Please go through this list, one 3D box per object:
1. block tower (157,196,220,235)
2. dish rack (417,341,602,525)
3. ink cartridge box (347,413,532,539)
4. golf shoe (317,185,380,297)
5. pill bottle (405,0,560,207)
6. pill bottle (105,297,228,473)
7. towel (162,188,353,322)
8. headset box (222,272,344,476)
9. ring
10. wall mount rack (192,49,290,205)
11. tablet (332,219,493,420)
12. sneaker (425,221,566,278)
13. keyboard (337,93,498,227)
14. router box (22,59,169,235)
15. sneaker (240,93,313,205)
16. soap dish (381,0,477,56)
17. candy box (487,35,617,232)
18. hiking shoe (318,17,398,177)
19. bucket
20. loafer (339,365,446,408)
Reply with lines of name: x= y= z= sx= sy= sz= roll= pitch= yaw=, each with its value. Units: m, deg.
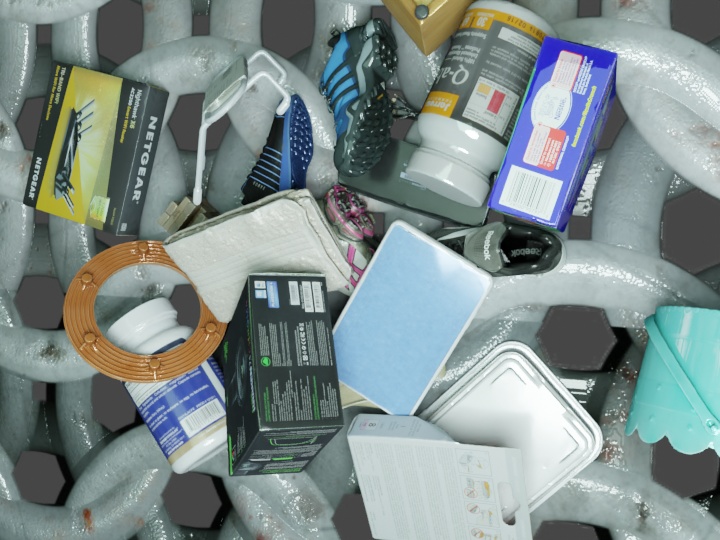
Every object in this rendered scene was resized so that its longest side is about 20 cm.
block tower: x=-0.168 y=-0.014 z=1.017 sx=0.200 sy=0.058 sz=0.054 roll=44 pitch=104 yaw=10
dish rack: x=0.162 y=0.202 z=0.930 sx=0.200 sy=0.043 sz=0.172 roll=-44 pitch=79 yaw=13
ink cartridge box: x=0.094 y=0.244 z=0.907 sx=0.197 sy=0.057 sz=0.164 roll=-3 pitch=118 yaw=19
golf shoe: x=0.000 y=0.000 z=0.964 sx=0.092 sy=0.072 sz=0.201 roll=-41 pitch=72 yaw=31
pill bottle: x=0.131 y=-0.181 z=0.874 sx=0.115 sy=0.116 sz=0.202 roll=24 pitch=88 yaw=15
pill bottle: x=-0.234 y=0.143 z=1.011 sx=0.115 sy=0.116 sz=0.201 roll=-36 pitch=80 yaw=15
towel: x=-0.116 y=-0.012 z=0.918 sx=0.198 sy=0.035 sz=0.133 roll=-19 pitch=121 yaw=23
headset box: x=-0.097 y=0.125 z=0.905 sx=0.092 sy=0.200 sz=0.176 roll=1 pitch=63 yaw=-19
ring: x=-0.261 y=0.044 z=0.979 sx=0.200 sy=0.200 sz=0.019 roll=40 pitch=145 yaw=12
wall mount rack: x=-0.162 y=-0.182 z=0.968 sx=0.173 sy=0.201 sz=0.075 roll=-40 pitch=115 yaw=13
tablet: x=0.046 y=0.059 z=0.890 sx=0.129 sy=0.014 sz=0.201 roll=31 pitch=108 yaw=5
sneaker: x=0.133 y=-0.023 z=0.893 sx=0.197 sy=0.090 sz=0.067 roll=-2 pitch=82 yaw=9
keyboard: x=0.074 y=-0.134 z=0.959 sx=0.198 sy=0.021 sz=0.129 roll=20 pitch=98 yaw=15
router box: x=-0.357 y=-0.164 z=1.071 sx=0.155 sy=0.052 sz=0.203 roll=16 pitch=97 yaw=16
sneaker: x=-0.106 y=-0.120 z=0.968 sx=0.077 sy=0.070 sz=0.203 roll=-7 pitch=67 yaw=22
soap dish: x=0.100 y=-0.375 z=0.910 sx=0.199 sy=0.081 sz=0.158 roll=-39 pitch=81 yaw=16
candy box: x=0.203 y=-0.129 z=0.825 sx=0.076 sy=0.200 sz=0.171 roll=21 pitch=96 yaw=16
hiking shoe: x=-0.010 y=-0.199 z=0.946 sx=0.086 sy=0.074 sz=0.202 roll=-2 pitch=67 yaw=32
bucket: x=0.369 y=0.118 z=0.786 sx=0.205 sy=0.207 sz=0.137 roll=11 pitch=85 yaw=16
loafer: x=0.018 y=0.138 z=0.954 sx=0.199 sy=0.076 sz=0.069 roll=-31 pitch=88 yaw=20
